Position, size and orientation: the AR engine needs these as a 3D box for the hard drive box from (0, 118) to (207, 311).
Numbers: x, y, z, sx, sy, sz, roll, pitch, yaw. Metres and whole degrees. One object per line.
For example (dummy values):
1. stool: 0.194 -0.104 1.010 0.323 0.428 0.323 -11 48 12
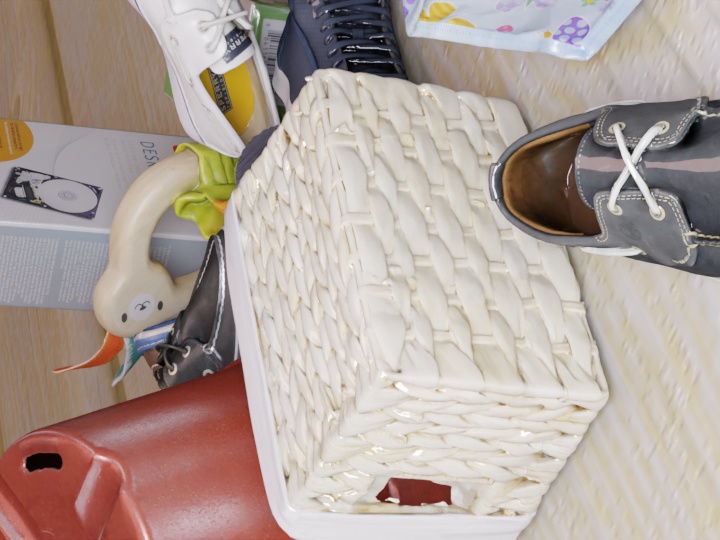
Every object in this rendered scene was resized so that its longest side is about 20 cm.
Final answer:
1. hard drive box: -0.201 -0.041 1.278 0.156 0.198 0.077 -117 38 -51

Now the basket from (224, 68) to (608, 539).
1. basket: 0.024 0.016 0.795 0.124 0.134 0.201 124 144 -45

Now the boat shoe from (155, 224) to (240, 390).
1. boat shoe: -0.096 0.065 0.993 0.069 0.056 0.202 -128 43 -58

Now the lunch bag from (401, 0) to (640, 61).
1. lunch bag: 0.083 -0.218 0.694 0.200 0.126 0.171 -47 46 48

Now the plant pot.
1. plant pot: -0.075 0.138 0.846 0.200 0.194 0.203 7 101 44

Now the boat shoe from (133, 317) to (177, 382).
1. boat shoe: -0.099 0.074 1.128 0.200 0.072 0.073 49 -156 -76

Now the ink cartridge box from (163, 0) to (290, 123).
1. ink cartridge box: -0.085 -0.154 1.191 0.200 0.059 0.105 -138 56 -63

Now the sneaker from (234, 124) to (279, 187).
1. sneaker: 0.000 0.000 0.967 0.070 0.082 0.201 -35 56 7

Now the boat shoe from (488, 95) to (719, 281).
1. boat shoe: 0.119 -0.033 0.650 0.200 0.067 0.073 -173 88 -67

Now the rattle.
1. rattle: -0.114 0.023 1.136 0.143 0.130 0.201 35 86 27

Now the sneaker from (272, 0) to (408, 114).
1. sneaker: -0.004 -0.152 0.963 0.202 0.076 0.147 -126 42 -60

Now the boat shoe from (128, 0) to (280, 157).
1. boat shoe: -0.092 -0.148 1.009 0.070 0.071 0.201 29 146 39
